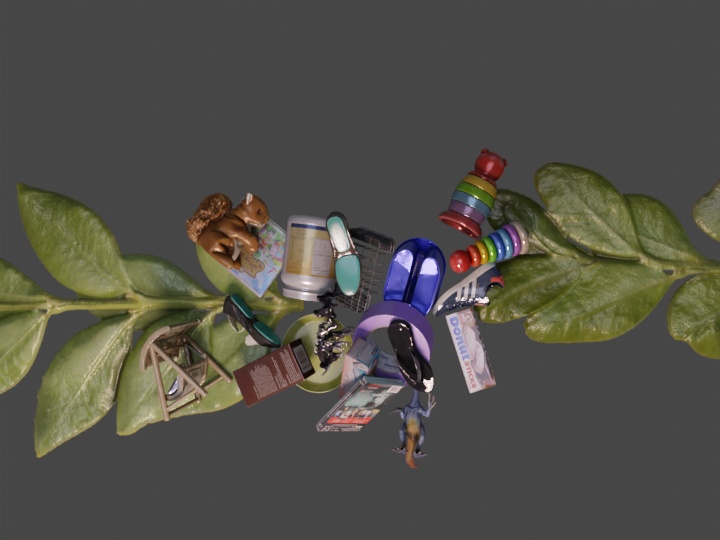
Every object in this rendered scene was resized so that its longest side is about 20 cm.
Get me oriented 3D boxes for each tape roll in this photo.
[{"bbox_3d":[0.081,0.178,1.435,0.195,0.066,0.204,9,121,15],"label":"tape roll"}]

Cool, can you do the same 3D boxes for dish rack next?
[{"bbox_3d":[0.000,0.000,1.466,0.152,0.054,0.205,24,104,48],"label":"dish rack"}]

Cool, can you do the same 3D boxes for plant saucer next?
[{"bbox_3d":[-0.109,0.215,1.524,0.195,0.031,0.206,0,90,9],"label":"plant saucer"}]

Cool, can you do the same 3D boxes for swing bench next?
[{"bbox_3d":[-0.452,0.243,1.486,0.128,0.199,0.203,-31,86,6],"label":"swing bench"}]

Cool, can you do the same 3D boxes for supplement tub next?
[{"bbox_3d":[-0.126,-0.031,1.470,0.141,0.144,0.206,8,91,7],"label":"supplement tub"}]

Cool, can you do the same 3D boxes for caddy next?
[{"bbox_3d":[0.134,0.021,1.452,0.138,0.105,0.205,18,108,11],"label":"caddy"}]

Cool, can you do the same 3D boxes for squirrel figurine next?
[{"bbox_3d":[-0.335,-0.126,1.485,0.198,0.142,0.189,35,88,5],"label":"squirrel figurine"}]

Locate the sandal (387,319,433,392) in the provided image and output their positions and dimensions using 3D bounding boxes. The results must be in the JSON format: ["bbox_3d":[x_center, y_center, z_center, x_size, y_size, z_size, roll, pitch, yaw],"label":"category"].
[{"bbox_3d":[0.112,0.212,1.379,0.075,0.043,0.203,-17,112,26],"label":"sandal"}]

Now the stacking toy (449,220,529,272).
[{"bbox_3d":[0.307,-0.048,1.418,0.196,0.085,0.087,-22,87,-8],"label":"stacking toy"}]

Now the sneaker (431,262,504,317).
[{"bbox_3d":[0.271,0.068,1.446,0.199,0.075,0.085,-38,73,6],"label":"sneaker"}]

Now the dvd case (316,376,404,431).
[{"bbox_3d":[0.000,0.332,1.431,0.201,0.144,0.022,-49,50,26],"label":"dvd case"}]

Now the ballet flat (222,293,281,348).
[{"bbox_3d":[-0.291,0.149,1.537,0.200,0.068,0.069,44,105,16],"label":"ballet flat"}]

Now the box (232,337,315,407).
[{"bbox_3d":[-0.222,0.263,1.494,0.197,0.075,0.102,-27,86,22],"label":"box"}]

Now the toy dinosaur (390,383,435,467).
[{"bbox_3d":[0.120,0.371,1.474,0.102,0.202,0.185,8,52,-2],"label":"toy dinosaur"}]

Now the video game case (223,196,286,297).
[{"bbox_3d":[-0.287,-0.063,1.553,0.199,0.022,0.183,38,95,6],"label":"video game case"}]

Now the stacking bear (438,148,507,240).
[{"bbox_3d":[0.289,-0.197,1.436,0.119,0.114,0.203,27,89,7],"label":"stacking bear"}]

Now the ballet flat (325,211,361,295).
[{"bbox_3d":[-0.035,-0.045,1.400,0.066,0.069,0.205,-8,105,8],"label":"ballet flat"}]

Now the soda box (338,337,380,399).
[{"bbox_3d":[-0.005,0.257,1.430,0.067,0.202,0.064,27,50,16],"label":"soda box"}]

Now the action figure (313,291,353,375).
[{"bbox_3d":[-0.067,0.163,1.429,0.099,0.120,0.205,-1,117,1],"label":"action figure"}]

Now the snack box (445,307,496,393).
[{"bbox_3d":[0.279,0.201,1.474,0.070,0.024,0.205,-18,87,7],"label":"snack box"}]
